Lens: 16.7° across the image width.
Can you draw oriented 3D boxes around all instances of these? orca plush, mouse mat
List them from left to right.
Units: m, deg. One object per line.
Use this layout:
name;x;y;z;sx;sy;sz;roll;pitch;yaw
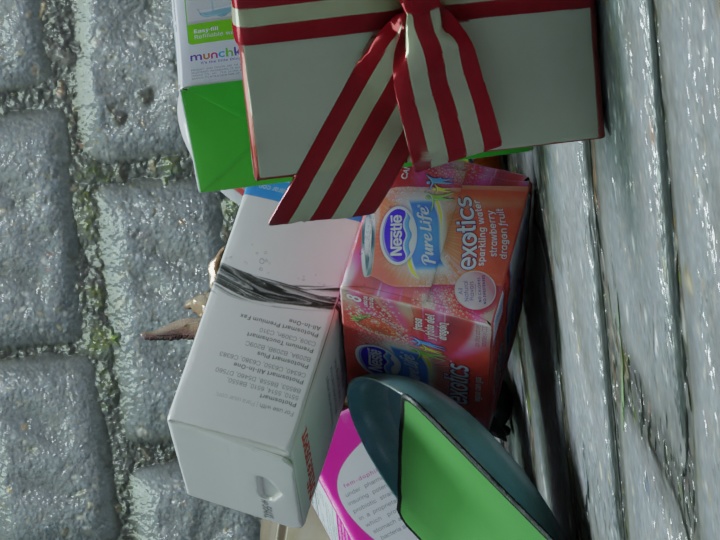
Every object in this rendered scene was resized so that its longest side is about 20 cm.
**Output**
orca plush;0.074;0.071;1.783;0.200;0.105;0.071;63;-128;-86
mouse mat;0.077;0.165;1.471;0.161;0.008;0.200;45;162;20

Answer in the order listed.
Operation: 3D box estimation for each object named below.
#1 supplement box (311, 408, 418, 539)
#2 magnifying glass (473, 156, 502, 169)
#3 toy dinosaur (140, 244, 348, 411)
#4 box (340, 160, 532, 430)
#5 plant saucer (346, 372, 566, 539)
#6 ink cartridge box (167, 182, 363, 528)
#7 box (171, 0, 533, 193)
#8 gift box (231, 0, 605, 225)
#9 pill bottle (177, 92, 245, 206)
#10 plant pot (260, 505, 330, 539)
supplement box;0.044;0.191;1.693;0.201;0.101;0.104;61;169;25
magnifying glass;0.074;-0.151;1.627;0.080;0.022;0.201;94;168;-81
toy dinosaur;-0.057;0.059;1.771;0.199;0.086;0.136;4;-127;-48
box;0.047;0.018;1.511;0.200;0.094;0.103;86;-160;-66
plant saucer;0.067;0.137;1.498;0.200;0.027;0.200;45;162;19
ink cartridge box;-0.048;0.040;1.534;0.146;0.084;0.201;86;-159;-66
box;-0.009;-0.153;1.422;0.097;0.199;0.177;85;177;-51
gift box;0.006;-0.138;1.126;0.187;0.199;0.186;-105;3;-69
pill bottle;-0.017;-0.133;1.597;0.116;0.200;0.116;32;-143;-29
plant pot;0.041;0.216;1.860;0.173;0.199;0.201;-157;59;-70
